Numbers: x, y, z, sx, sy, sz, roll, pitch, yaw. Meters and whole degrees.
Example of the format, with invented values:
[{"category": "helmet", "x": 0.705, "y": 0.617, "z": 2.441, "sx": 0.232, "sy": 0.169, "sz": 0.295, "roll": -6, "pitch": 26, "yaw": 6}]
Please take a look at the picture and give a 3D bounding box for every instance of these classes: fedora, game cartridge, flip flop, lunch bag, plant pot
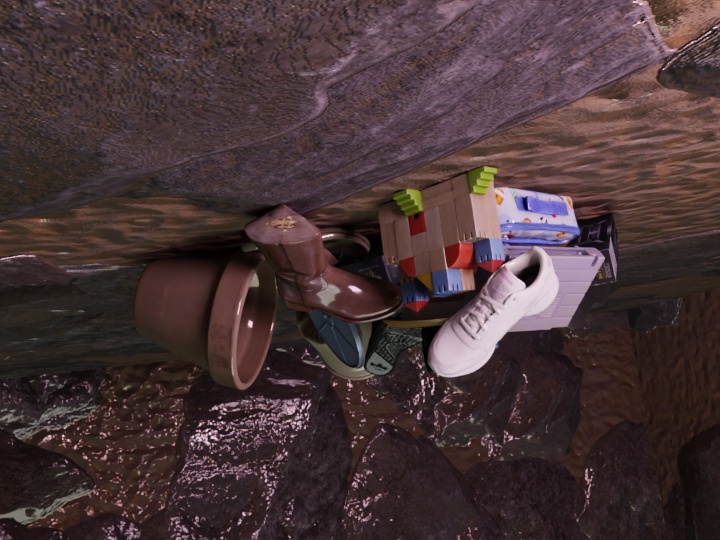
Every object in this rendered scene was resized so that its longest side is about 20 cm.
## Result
[{"category": "fedora", "x": 0.125, "y": 0.035, "z": 1.144, "sx": 0.196, "sy": 0.084, "sz": 0.201, "roll": -7, "pitch": 180, "yaw": 0}, {"category": "game cartridge", "x": 0.228, "y": 0.026, "z": 1.044, "sx": 0.197, "sy": 0.039, "sz": 0.131, "roll": 0, "pitch": 130, "yaw": -32}, {"category": "flip flop", "x": -0.074, "y": -0.025, "z": 1.073, "sx": 0.197, "sy": 0.059, "sz": 0.081, "roll": -1, "pitch": 169, "yaw": -39}, {"category": "lunch bag", "x": 0.197, "y": -0.059, "z": 1.054, "sx": 0.198, "sy": 0.077, "sz": 0.159, "roll": -1, "pitch": 166, "yaw": -41}, {"category": "plant pot", "x": -0.036, "y": 0.104, "z": 1.551, "sx": 0.197, "sy": 0.204, "sz": 0.183, "roll": -11, "pitch": 160, "yaw": 18}, {"category": "plant pot", "x": -0.225, "y": 0.057, "z": 1.108, "sx": 0.171, "sy": 0.204, "sz": 0.200, "roll": 10, "pitch": 173, "yaw": 8}]

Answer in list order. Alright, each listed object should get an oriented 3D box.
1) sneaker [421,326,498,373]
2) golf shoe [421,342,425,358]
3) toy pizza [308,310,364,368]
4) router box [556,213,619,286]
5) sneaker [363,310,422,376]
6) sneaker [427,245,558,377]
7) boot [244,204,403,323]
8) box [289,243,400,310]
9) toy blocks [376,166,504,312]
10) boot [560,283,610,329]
[{"category": "sneaker", "x": 0.141, "y": 0.114, "z": 1.145, "sx": 0.080, "sy": 0.075, "sz": 0.200, "roll": -9, "pitch": 180, "yaw": -10}, {"category": "golf shoe", "x": 0.166, "y": 0.106, "z": 1.329, "sx": 0.198, "sy": 0.080, "sz": 0.096, "roll": -22, "pitch": -165, "yaw": -35}, {"category": "toy pizza", "x": -0.044, "y": 0.081, "z": 1.364, "sx": 0.031, "sy": 0.202, "sz": 0.200, "roll": -29, "pitch": 179, "yaw": -20}, {"category": "router box", "x": 0.316, "y": -0.024, "z": 1.196, "sx": 0.155, "sy": 0.053, "sz": 0.200, "roll": -12, "pitch": -166, "yaw": 24}, {"category": "sneaker", "x": 0.068, "y": 0.086, "z": 1.337, "sx": 0.082, "sy": 0.122, "sz": 0.201, "roll": 22, "pitch": 139, "yaw": -12}, {"category": "sneaker", "x": 0.154, "y": 0.044, "z": 0.936, "sx": 0.199, "sy": 0.075, "sz": 0.100, "roll": -41, "pitch": 147, "yaw": -8}, {"category": "boot", "x": -0.040, "y": -0.009, "z": 0.983, "sx": 0.183, "sy": 0.065, "sz": 0.201, "roll": -1, "pitch": 147, "yaw": 9}, {"category": "box", "x": 0.000, "y": 0.000, "z": 1.180, "sx": 0.197, "sy": 0.052, "sz": 0.157, "roll": -14, "pitch": -171, "yaw": 34}, {"category": "toy blocks", "x": 0.098, "y": -0.029, "z": 0.945, "sx": 0.099, "sy": 0.139, "sz": 0.198, "roll": 2, "pitch": 167, "yaw": -44}, {"category": "boot", "x": 0.306, "y": 0.032, "z": 1.244, "sx": 0.152, "sy": 0.075, "sz": 0.203, "roll": 0, "pitch": -160, "yaw": 39}]
